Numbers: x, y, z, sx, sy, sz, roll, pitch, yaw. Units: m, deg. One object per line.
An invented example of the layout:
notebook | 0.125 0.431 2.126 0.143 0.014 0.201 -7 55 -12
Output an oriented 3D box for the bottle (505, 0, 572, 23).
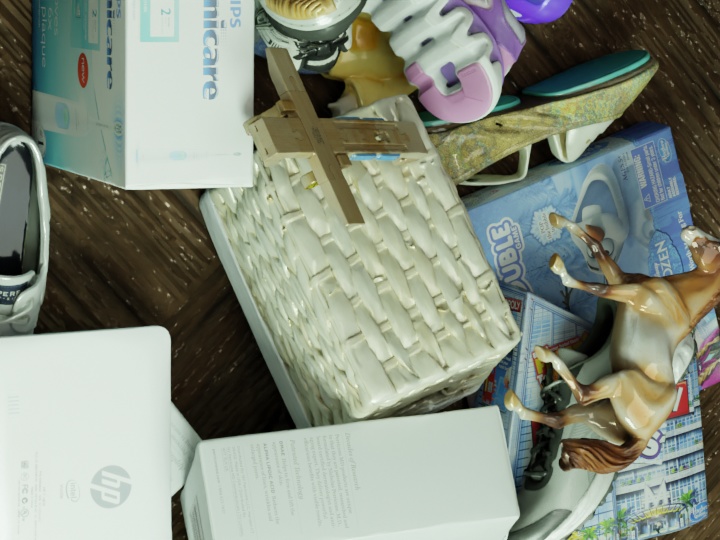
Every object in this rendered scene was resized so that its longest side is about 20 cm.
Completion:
bottle | 0.062 -0.241 1.540 0.199 0.065 0.084 23 82 -26

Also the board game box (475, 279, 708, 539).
board game box | 0.159 0.098 1.591 0.199 0.062 0.202 -11 104 -22

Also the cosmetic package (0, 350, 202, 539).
cosmetic package | -0.204 0.146 1.468 0.200 0.074 0.102 -42 112 -13

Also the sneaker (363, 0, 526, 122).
sneaker | 0.041 -0.198 1.479 0.088 0.080 0.201 -41 100 -40

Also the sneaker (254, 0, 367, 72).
sneaker | -0.025 -0.160 1.373 0.075 0.200 0.088 -21 111 -3

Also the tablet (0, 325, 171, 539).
tablet | -0.180 0.138 1.431 0.129 0.014 0.202 -4 100 -25

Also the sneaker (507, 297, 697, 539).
sneaker | 0.143 0.104 1.519 0.079 0.074 0.201 36 77 -15

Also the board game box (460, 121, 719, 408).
board game box | 0.158 0.020 1.636 0.198 0.043 0.201 -23 107 -20

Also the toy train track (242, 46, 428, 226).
toy train track | -0.018 -0.074 1.355 0.200 0.032 0.115 -6 70 -62

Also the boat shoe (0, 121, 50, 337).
boat shoe | -0.235 0.007 1.435 0.073 0.065 0.202 -2 98 -25

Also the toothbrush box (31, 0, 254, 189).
toothbrush box | -0.137 -0.131 1.387 0.085 0.200 0.148 -3 100 -25

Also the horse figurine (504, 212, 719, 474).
horse figurine | 0.169 0.051 1.466 0.132 0.050 0.201 23 66 -19

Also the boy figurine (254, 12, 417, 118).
boy figurine | 0.005 -0.156 1.528 0.199 0.064 0.125 13 86 -24

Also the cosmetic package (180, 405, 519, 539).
cosmetic package | -0.007 0.150 1.445 0.198 0.113 0.082 -7 68 -14

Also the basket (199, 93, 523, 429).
basket | 0.000 0.000 1.476 0.135 0.123 0.201 -22 80 -21

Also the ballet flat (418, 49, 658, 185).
ballet flat | 0.121 -0.100 1.590 0.199 0.071 0.071 -18 105 -16
